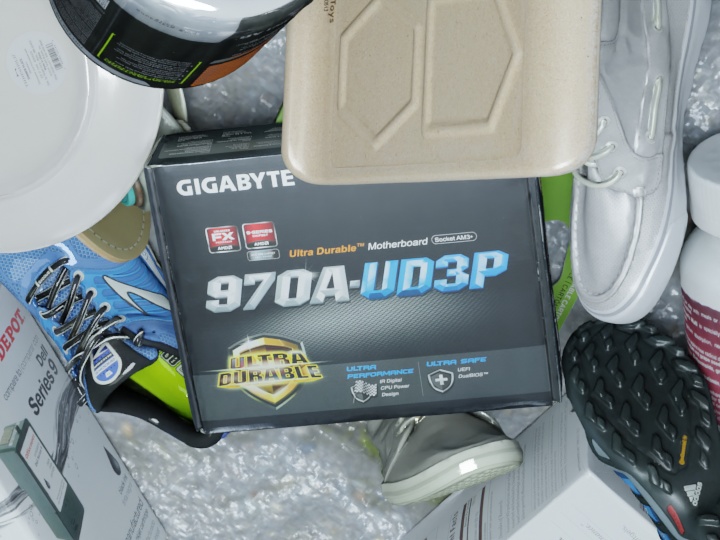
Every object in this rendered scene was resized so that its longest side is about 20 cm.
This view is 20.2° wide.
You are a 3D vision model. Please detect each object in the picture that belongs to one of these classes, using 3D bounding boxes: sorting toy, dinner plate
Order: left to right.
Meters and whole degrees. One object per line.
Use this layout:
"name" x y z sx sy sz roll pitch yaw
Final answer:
"dinner plate" -0.200 -0.103 1.050 0.199 0.024 0.201 3 108 9
"sorting toy" 0.039 -0.133 0.932 0.036 0.200 0.186 3 89 -39

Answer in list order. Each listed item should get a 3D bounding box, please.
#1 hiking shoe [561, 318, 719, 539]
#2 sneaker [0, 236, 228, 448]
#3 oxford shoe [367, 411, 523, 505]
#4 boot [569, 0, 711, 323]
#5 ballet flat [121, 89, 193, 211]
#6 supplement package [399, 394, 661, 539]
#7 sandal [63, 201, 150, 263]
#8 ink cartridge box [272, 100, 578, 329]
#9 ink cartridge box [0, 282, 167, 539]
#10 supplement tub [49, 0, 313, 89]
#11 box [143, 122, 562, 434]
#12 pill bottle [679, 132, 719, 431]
"hiking shoe" 0.167 0.114 1.073 0.074 0.200 0.087 -24 147 -14
"sneaker" -0.141 0.026 1.140 0.200 0.089 0.079 38 113 -10
"oxford shoe" 0.040 0.093 1.108 0.075 0.200 0.058 -14 90 -6
"boot" 0.119 -0.073 1.034 0.073 0.095 0.201 11 97 47
"ballet flat" -0.144 -0.128 1.086 0.064 0.067 0.200 -32 101 -15
"supplement package" 0.101 0.182 1.179 0.114 0.110 0.200 40 113 -13
"sandal" -0.200 -0.087 1.114 0.070 0.078 0.212 -25 106 38
"ink cartridge box" 0.033 -0.018 1.108 0.199 0.076 0.148 24 116 -4
"ink cartridge box" -0.205 0.127 1.164 0.084 0.146 0.200 -22 112 16
"supplement tub" -0.082 -0.152 0.930 0.122 0.200 0.123 1 85 -15
"box" 0.000 0.000 1.053 0.199 0.046 0.160 -5 115 8
"pill bottle" 0.230 0.028 1.092 0.109 0.110 0.201 -6 116 9
